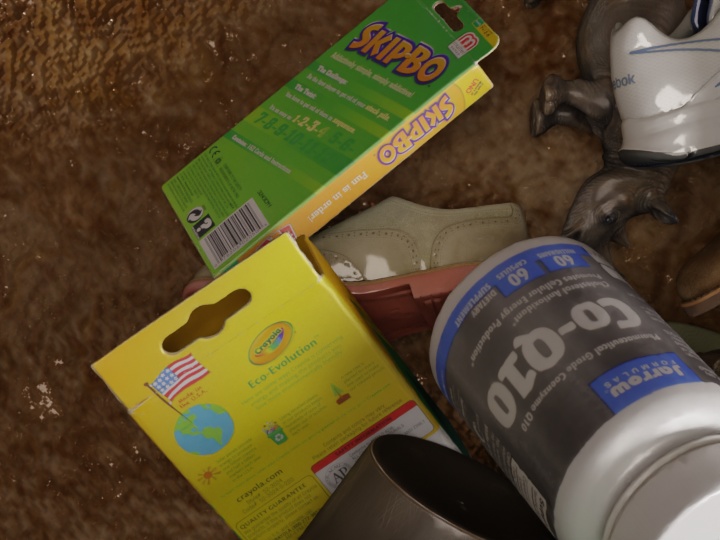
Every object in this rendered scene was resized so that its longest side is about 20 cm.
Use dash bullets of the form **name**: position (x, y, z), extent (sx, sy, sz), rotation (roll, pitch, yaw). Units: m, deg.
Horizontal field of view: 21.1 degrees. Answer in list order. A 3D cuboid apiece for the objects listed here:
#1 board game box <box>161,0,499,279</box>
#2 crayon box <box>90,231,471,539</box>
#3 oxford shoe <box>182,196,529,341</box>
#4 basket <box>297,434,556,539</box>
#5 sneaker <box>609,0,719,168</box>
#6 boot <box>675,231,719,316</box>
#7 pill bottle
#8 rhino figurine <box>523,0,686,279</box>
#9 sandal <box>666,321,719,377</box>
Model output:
- **board game box**: position (-0.014, -0.079, 1.067), extent (0.200, 0.030, 0.096), rotation (-41, 42, 6)
- **crayon box**: position (-0.040, 0.071, 1.031), extent (0.127, 0.051, 0.200), rotation (-34, 122, 4)
- **oxford shoe**: position (0.000, 0.000, 1.083), extent (0.199, 0.071, 0.074), rotation (-1, 58, 10)
- **basket**: position (0.010, 0.199, 1.010), extent (0.180, 0.136, 0.200), rotation (24, 104, -10)
- **sneaker**: position (0.222, -0.115, 1.023), extent (0.199, 0.074, 0.087), rotation (-16, 92, -19)
- **boot**: position (0.221, -0.062, 0.969), extent (0.075, 0.074, 0.200), rotation (44, 97, -3)
- **pill bottle**: position (0.126, 0.079, 0.963), extent (0.114, 0.114, 0.200), rotation (-43, 43, 4)
- **rhino figurine**: position (0.139, -0.094, 1.062), extent (0.087, 0.060, 0.201), rotation (-3, 92, -5)
- **sandal**: position (0.209, 0.073, 1.005), extent (0.080, 0.201, 0.057), rotation (-26, 126, -18)
